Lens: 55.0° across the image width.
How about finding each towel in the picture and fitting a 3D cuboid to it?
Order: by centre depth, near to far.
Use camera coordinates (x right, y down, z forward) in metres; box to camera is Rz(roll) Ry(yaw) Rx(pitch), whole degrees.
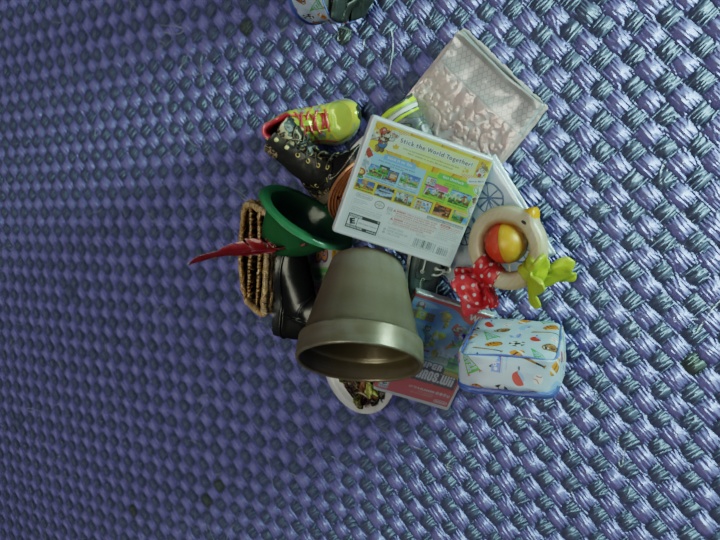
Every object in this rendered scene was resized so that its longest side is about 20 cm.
[{"bbox_3d":[0.169,-0.251,1.106,0.200,0.032,0.191,48,120,16],"label":"towel"}]

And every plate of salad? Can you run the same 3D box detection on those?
[{"bbox_3d":[-0.013,0.167,1.271,0.199,0.048,0.201,8,101,44],"label":"plate of salad"}]

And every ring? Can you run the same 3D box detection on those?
[{"bbox_3d":[0.039,-0.137,1.118,0.200,0.200,0.019,-44,55,30],"label":"ring"}]

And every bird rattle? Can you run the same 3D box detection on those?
[{"bbox_3d":[0.226,-0.018,1.063,0.199,0.112,0.164,-3,97,49],"label":"bird rattle"}]

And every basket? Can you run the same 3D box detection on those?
[{"bbox_3d":[-0.185,-0.031,1.300,0.142,0.149,0.201,12,106,29],"label":"basket"}]

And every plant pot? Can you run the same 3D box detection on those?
[{"bbox_3d":[0.005,0.066,1.092,0.199,0.200,0.174,-13,59,33],"label":"plant pot"}]

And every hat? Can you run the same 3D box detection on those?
[{"bbox_3d":[-0.137,-0.031,1.167,0.200,0.165,0.176,39,114,14],"label":"hat"}]

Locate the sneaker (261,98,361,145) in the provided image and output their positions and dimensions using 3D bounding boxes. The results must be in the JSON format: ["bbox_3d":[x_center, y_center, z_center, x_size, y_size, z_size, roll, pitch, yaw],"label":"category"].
[{"bbox_3d":[-0.091,-0.256,1.232,0.199,0.090,0.079,-9,93,31],"label":"sneaker"}]

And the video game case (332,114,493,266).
[{"bbox_3d":[0.079,-0.117,1.048,0.199,0.023,0.183,17,106,-14],"label":"video game case"}]

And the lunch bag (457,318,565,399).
[{"bbox_3d":[0.226,0.128,1.045,0.159,0.200,0.076,0,101,18],"label":"lunch bag"}]

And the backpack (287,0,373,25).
[{"bbox_3d":[-0.060,-0.496,1.118,0.153,0.200,0.192,5,109,36],"label":"backpack"}]

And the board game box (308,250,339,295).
[{"bbox_3d":[-0.066,-0.028,1.269,0.095,0.030,0.201,27,118,54],"label":"board game box"}]

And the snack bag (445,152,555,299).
[{"bbox_3d":[0.187,-0.062,1.121,0.200,0.021,0.189,-34,89,39],"label":"snack bag"}]

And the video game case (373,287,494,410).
[{"bbox_3d":[0.122,0.137,1.170,0.142,0.017,0.201,18,113,-10],"label":"video game case"}]

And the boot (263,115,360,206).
[{"bbox_3d":[-0.077,-0.193,1.155,0.150,0.073,0.200,42,159,-9],"label":"boot"}]

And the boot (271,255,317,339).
[{"bbox_3d":[-0.071,0.053,1.214,0.162,0.073,0.199,13,106,23],"label":"boot"}]

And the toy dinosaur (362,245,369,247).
[{"bbox_3d":[0.000,0.000,1.219,0.200,0.060,0.106,50,123,27],"label":"toy dinosaur"}]

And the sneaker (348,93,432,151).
[{"bbox_3d":[0.044,-0.202,1.152,0.081,0.074,0.200,54,142,5],"label":"sneaker"}]

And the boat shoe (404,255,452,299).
[{"bbox_3d":[0.117,-0.015,1.132,0.062,0.073,0.201,15,113,34],"label":"boat shoe"}]
